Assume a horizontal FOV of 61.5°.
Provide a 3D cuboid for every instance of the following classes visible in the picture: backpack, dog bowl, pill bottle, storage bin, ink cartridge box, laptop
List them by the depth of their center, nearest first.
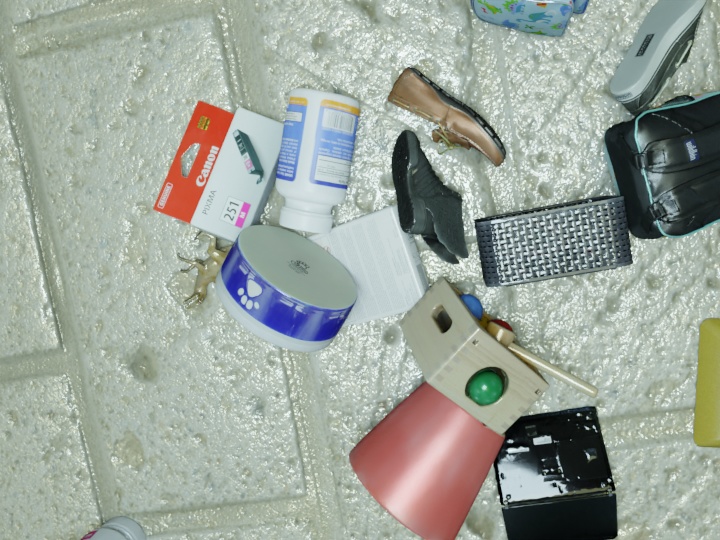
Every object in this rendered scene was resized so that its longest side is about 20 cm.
[{"bbox_3d":[0.216,-0.409,0.807,0.198,0.183,0.149,20,99,11],"label":"backpack"},{"bbox_3d":[0.444,-0.145,0.816,0.197,0.153,0.178,-19,93,2],"label":"backpack"},{"bbox_3d":[0.269,-0.043,0.867,0.197,0.135,0.095,-9,95,10],"label":"storage bin"},{"bbox_3d":[-0.106,0.022,0.889,0.199,0.200,0.079,35,113,3],"label":"dog bowl"},{"bbox_3d":[-0.069,-0.163,0.919,0.110,0.112,0.203,11,99,7],"label":"pill bottle"},{"bbox_3d":[-0.221,-0.160,0.954,0.171,0.044,0.203,21,84,5],"label":"ink cartridge box"},{"bbox_3d":[0.000,0.000,0.972,0.198,0.050,0.163,-17,94,29],"label":"ink cartridge box"},{"bbox_3d":[0.307,0.337,0.975,0.175,0.103,0.203,-11,70,10],"label":"laptop"},{"bbox_3d":[-0.452,0.511,1.019,0.112,0.200,0.115,1,97,8],"label":"pill bottle"}]

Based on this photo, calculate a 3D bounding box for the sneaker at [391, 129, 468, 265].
[{"bbox_3d":[0.108,-0.112,0.922,0.103,0.060,0.203,6,68,-26],"label":"sneaker"}]

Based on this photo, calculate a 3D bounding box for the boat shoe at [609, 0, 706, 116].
[{"bbox_3d":[0.426,-0.314,0.850,0.063,0.071,0.201,32,94,-29],"label":"boat shoe"}]

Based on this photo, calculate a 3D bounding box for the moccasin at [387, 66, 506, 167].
[{"bbox_3d":[0.128,-0.217,0.902,0.200,0.074,0.078,35,110,0],"label":"moccasin"}]

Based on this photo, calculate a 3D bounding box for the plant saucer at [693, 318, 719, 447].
[{"bbox_3d":[0.607,0.175,0.888,0.197,0.048,0.203,0,97,8],"label":"plant saucer"}]

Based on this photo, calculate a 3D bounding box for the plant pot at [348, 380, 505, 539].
[{"bbox_3d":[0.111,0.273,0.917,0.200,0.200,0.178,38,91,3],"label":"plant pot"}]

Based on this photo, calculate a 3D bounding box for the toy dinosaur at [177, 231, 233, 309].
[{"bbox_3d":[-0.232,-0.024,1.001,0.199,0.058,0.101,-39,106,15],"label":"toy dinosaur"}]

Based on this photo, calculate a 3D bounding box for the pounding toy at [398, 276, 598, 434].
[{"bbox_3d":[0.185,0.120,0.853,0.183,0.200,0.142,37,103,-24],"label":"pounding toy"}]
